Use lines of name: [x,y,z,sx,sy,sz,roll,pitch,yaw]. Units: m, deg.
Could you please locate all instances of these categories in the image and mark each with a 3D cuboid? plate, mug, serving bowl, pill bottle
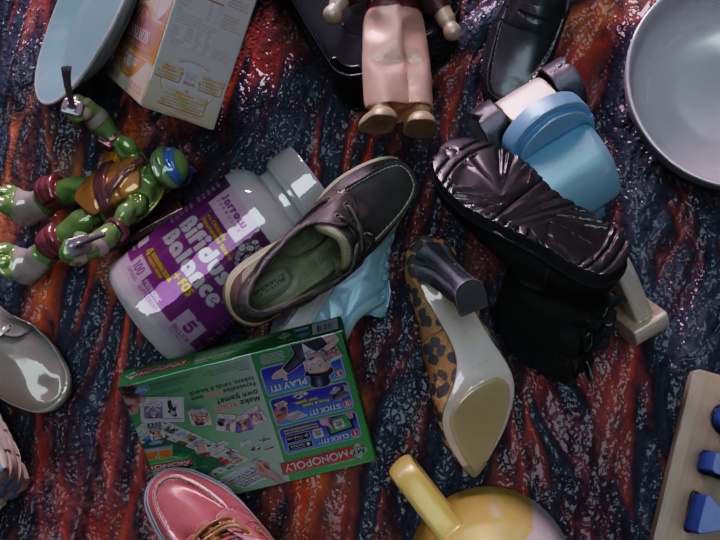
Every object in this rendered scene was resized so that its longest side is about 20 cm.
plate: [-0.250,-0.245,0.860,0.025,0.199,0.204,24,80,-36]
mug: [0.091,0.250,0.735,0.183,0.153,0.152,18,82,8]
serving bowl: [0.336,-0.165,0.832,0.196,0.066,0.204,-1,80,5]
pill bottle: [-0.117,-0.018,0.819,0.199,0.112,0.113,-38,79,-3]

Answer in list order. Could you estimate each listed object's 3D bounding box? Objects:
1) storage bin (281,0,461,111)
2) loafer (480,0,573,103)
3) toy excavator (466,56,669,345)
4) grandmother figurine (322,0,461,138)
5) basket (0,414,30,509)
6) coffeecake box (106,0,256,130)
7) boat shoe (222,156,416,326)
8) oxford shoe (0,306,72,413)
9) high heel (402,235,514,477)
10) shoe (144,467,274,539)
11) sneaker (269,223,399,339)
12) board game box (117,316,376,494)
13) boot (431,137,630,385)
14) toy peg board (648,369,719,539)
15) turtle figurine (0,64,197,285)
storage bin: [-0.004,-0.275,0.865,0.134,0.094,0.202,-30,78,-1]
loafer: [0.163,-0.247,0.858,0.067,0.070,0.204,20,82,8]
toy excavator: [0.192,-0.051,0.799,0.099,0.195,0.201,-28,51,-1]
grandmother figurine: [0.026,-0.219,0.781,0.119,0.060,0.204,6,76,-23]
basket: [-0.399,0.183,0.779,0.198,0.177,0.140,-29,79,-20]
coffeecake box: [-0.150,-0.247,0.810,0.072,0.153,0.203,15,102,-30]
boat shoe: [-0.024,-0.022,0.754,0.200,0.066,0.072,-38,108,-14]
oxford shoe: [-0.354,0.060,0.852,0.199,0.058,0.075,41,83,8]
high heel: [0.081,0.073,0.827,0.070,0.143,0.204,-11,113,-13]
shoe: [-0.105,0.220,0.726,0.199,0.091,0.071,38,69,21]
sneaker: [0.000,0.000,0.839,0.082,0.074,0.201,39,79,-20]
board game box: [-0.096,0.128,0.798,0.196,0.029,0.137,-14,115,1]
boot: [0.136,-0.003,0.775,0.197,0.164,0.073,36,62,24]
toy peg board: [0.358,0.204,0.750,0.196,0.098,0.204,16,81,7]
turtle figurine: [-0.262,-0.075,0.802,0.192,0.200,0.146,-25,93,23]
